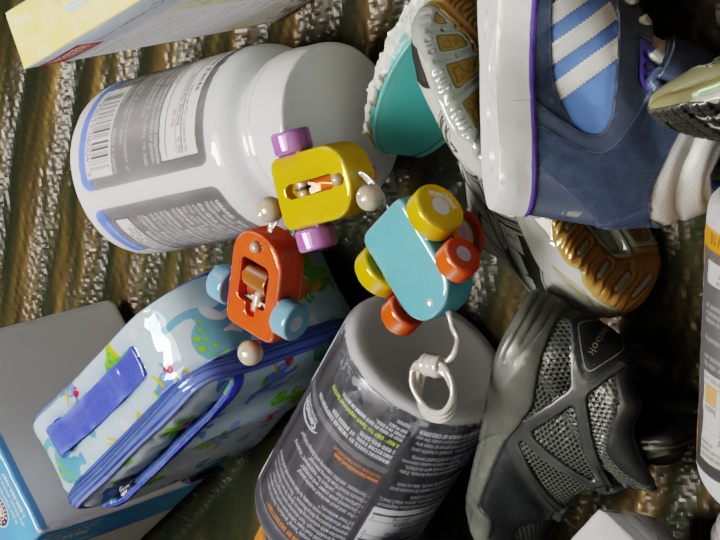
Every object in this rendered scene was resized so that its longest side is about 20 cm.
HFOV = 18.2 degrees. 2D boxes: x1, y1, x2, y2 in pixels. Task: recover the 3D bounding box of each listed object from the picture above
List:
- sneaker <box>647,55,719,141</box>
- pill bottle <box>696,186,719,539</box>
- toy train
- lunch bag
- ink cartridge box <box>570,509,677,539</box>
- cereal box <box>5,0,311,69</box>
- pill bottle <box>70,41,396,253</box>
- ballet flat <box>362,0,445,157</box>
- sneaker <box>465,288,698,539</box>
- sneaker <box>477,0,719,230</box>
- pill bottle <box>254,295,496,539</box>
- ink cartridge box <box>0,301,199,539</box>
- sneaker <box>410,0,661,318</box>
[{"bbox_3d":[0.226,-0.126,1.074,0.199,0.077,0.089,-24,61,25],"label":"sneaker"},{"bbox_3d":[0.223,0.058,1.102,0.116,0.116,0.201,16,112,42],"label":"pill bottle"},{"bbox_3d":[0.000,0.000,1.252,0.199,0.055,0.151,23,118,40],"label":"toy train"},{"bbox_3d":[-0.106,0.071,1.412,0.200,0.160,0.083,-43,70,42],"label":"lunch bag"},{"bbox_3d":[0.124,0.245,1.166,0.147,0.146,0.200,44,97,18],"label":"ink cartridge box"},{"bbox_3d":[-0.085,-0.168,1.293,0.144,0.199,0.040,-21,86,46],"label":"cereal box"},{"bbox_3d":[-0.077,-0.076,1.375,0.199,0.113,0.114,-8,96,46],"label":"pill bottle"},{"bbox_3d":[0.061,-0.152,1.255,0.072,0.072,0.200,48,128,25],"label":"ballet flat"},{"bbox_3d":[0.123,0.107,1.245,0.114,0.076,0.200,25,135,16],"label":"sneaker"},{"bbox_3d":[0.138,-0.121,1.155,0.081,0.146,0.201,160,111,-83],"label":"sneaker"},{"bbox_3d":[0.001,0.117,1.353,0.106,0.106,0.200,49,132,24],"label":"pill bottle"},{"bbox_3d":[-0.240,0.145,1.569,0.200,0.146,0.147,-45,69,43],"label":"ink cartridge box"},{"bbox_3d":[0.076,-0.053,1.227,0.201,0.076,0.088,58,147,-5],"label":"sneaker"}]
